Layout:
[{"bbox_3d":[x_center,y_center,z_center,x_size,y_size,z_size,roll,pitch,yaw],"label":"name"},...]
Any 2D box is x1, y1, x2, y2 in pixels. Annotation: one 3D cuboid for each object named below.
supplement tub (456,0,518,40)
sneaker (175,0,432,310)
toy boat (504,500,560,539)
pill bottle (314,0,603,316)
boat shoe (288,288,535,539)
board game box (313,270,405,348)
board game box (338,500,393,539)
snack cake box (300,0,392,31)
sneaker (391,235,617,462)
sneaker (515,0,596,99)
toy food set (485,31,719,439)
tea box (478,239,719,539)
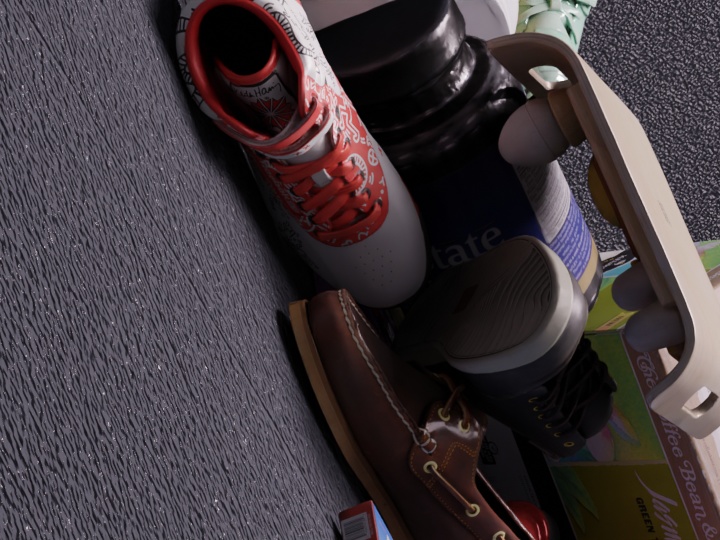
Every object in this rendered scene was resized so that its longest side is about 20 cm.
[{"bbox_3d":[0.017,-0.180,1.763,0.200,0.145,0.145,-101,167,-55],"label":"supplement tub"},{"bbox_3d":[-0.029,-0.057,1.406,0.202,0.067,0.108,64,10,-13],"label":"sneaker"},{"bbox_3d":[0.132,0.210,1.566,0.131,0.131,0.200,37,33,-75],"label":"toy boat"},{"bbox_3d":[0.045,-0.053,1.552,0.112,0.112,0.200,-100,165,-55],"label":"pill bottle"},{"bbox_3d":[0.029,0.083,1.425,0.070,0.070,0.200,-96,162,-53],"label":"boat shoe"},{"bbox_3d":[0.000,0.000,1.607,0.120,0.032,0.200,59,12,-34],"label":"board game box"},{"bbox_3d":[0.039,0.207,1.339,0.103,0.019,0.200,-99,166,-52],"label":"board game box"},{"bbox_3d":[-0.030,-0.183,1.554,0.200,0.115,0.067,-91,158,-70],"label":"snack cake box"},{"bbox_3d":[0.095,0.042,1.447,0.106,0.075,0.200,34,-8,-12],"label":"sneaker"},{"bbox_3d":[0.125,-0.163,1.789,0.118,0.074,0.201,-114,-141,-54],"label":"sneaker"},{"bbox_3d":[0.126,-0.016,1.465,0.200,0.060,0.144,69,12,17],"label":"toy food set"},{"bbox_3d":[0.175,0.099,1.650,0.197,0.134,0.200,-8,-73,54],"label":"tea box"}]
